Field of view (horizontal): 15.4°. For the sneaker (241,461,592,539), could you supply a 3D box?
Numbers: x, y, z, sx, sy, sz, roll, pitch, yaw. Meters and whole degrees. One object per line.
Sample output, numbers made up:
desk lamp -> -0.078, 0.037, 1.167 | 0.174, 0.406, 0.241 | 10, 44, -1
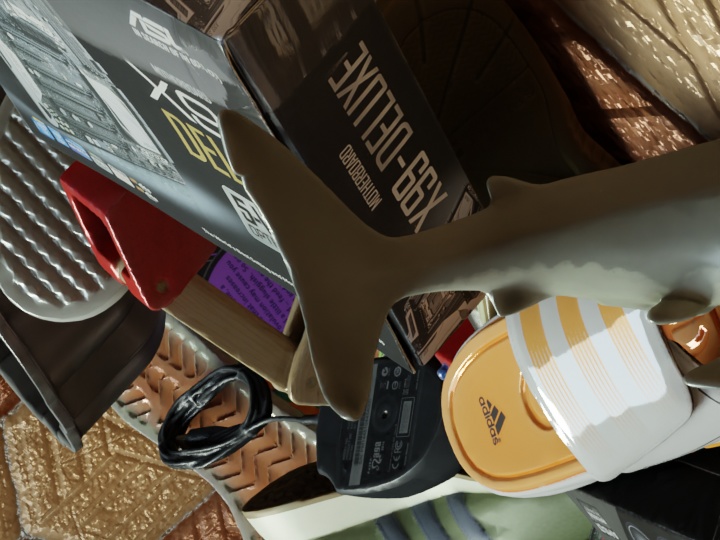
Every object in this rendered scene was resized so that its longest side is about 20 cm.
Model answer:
sneaker -> 0.051, 0.116, 1.098 | 0.067, 0.199, 0.090 | -40, -67, -58

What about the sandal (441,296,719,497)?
sandal -> 0.066, 0.030, 0.790 | 0.207, 0.059, 0.080 | -40, 69, 54

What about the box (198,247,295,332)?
box -> -0.067, -0.053, 1.170 | 0.122, 0.106, 0.200 | 54, 170, -27

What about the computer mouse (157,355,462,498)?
computer mouse -> -0.016, 0.066, 1.109 | 0.034, 0.059, 0.199 | 19, 166, -38

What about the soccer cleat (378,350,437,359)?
soccer cleat -> 0.037, 0.091, 1.179 | 0.084, 0.064, 0.201 | -82, -10, -59

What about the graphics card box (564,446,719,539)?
graphics card box -> 0.158, 0.130, 0.840 | 0.200, 0.051, 0.125 | 51, 170, -16

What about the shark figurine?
shark figurine -> 0.082, -0.023, 0.631 | 0.128, 0.213, 0.090 | -58, -31, -71

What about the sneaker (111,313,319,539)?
sneaker -> -0.031, 0.086, 1.207 | 0.200, 0.071, 0.080 | 46, -162, 16

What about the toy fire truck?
toy fire truck -> 0.000, 0.000, 0.972 | 0.200, 0.141, 0.049 | 52, 170, -30

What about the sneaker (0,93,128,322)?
sneaker -> -0.091, -0.076, 1.015 | 0.075, 0.202, 0.105 | 7, 174, 6

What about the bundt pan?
bundt pan -> -0.151, -0.026, 1.105 | 0.202, 0.076, 0.202 | 50, 170, 12

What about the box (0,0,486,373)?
box -> -0.059, -0.070, 0.812 | 0.200, 0.050, 0.158 | 31, 162, 38

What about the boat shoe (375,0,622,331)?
boat shoe -> 0.049, -0.028, 0.886 | 0.065, 0.073, 0.200 | 49, 170, 54

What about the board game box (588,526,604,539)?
board game box -> 0.125, 0.159, 1.044 | 0.105, 0.023, 0.200 | 40, 153, 21
